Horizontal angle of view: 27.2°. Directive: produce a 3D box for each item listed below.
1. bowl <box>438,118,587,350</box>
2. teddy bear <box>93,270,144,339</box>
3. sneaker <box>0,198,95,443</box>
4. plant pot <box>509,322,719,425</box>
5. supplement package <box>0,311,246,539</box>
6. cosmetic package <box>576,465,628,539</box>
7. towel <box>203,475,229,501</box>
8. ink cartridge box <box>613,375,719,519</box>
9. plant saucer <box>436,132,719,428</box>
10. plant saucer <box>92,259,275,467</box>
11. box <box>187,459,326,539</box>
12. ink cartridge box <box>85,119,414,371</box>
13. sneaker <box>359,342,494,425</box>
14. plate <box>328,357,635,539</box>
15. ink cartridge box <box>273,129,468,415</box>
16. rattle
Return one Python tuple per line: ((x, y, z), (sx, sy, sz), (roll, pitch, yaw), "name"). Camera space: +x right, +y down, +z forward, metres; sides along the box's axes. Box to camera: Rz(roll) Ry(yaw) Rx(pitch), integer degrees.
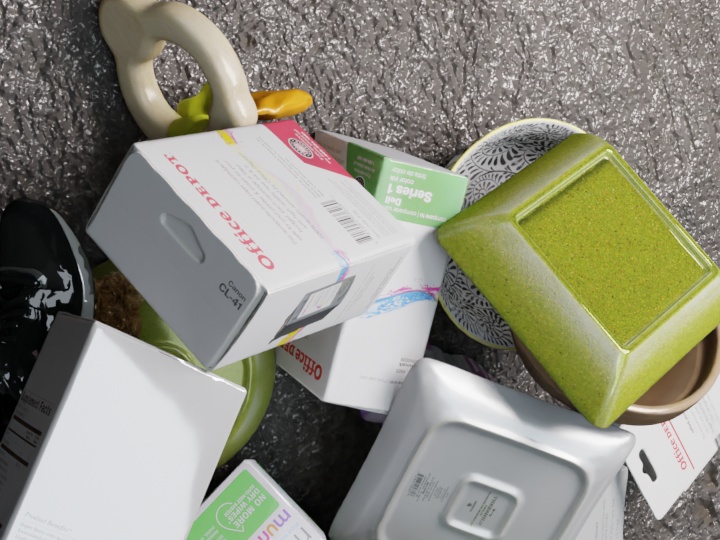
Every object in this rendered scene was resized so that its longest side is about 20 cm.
((0.127, -0.040, 1.312), (0.198, 0.094, 0.204), (-7, 106, -24), "bowl")
((-0.185, 0.103, 1.144), (0.145, 0.201, 0.067), (-40, 167, 28), "teddy bear")
((-0.243, 0.051, 1.079), (0.087, 0.075, 0.203), (-17, 103, -58), "sneaker")
((0.195, 0.048, 1.238), (0.198, 0.093, 0.203), (13, 54, -18), "plant pot")
((-0.182, 0.145, 1.018), (0.120, 0.119, 0.202), (26, 81, -22), "supplement package")
((0.154, 0.246, 1.368), (0.199, 0.081, 0.115), (-21, 117, -41), "cosmetic package")
((-0.098, 0.289, 1.311), (0.171, 0.048, 0.201), (-45, 117, -10), "towel")
((0.298, 0.126, 1.429), (0.200, 0.066, 0.117), (-44, 118, -25), "ink cartridge box")
((0.191, -0.009, 1.177), (0.199, 0.048, 0.200), (-34, 80, -36), "plant saucer")
((-0.163, 0.085, 1.216), (0.197, 0.031, 0.203), (-3, 102, -14), "plant saucer")
((-0.123, 0.252, 1.167), (0.097, 0.177, 0.200), (44, 84, 4), "box")
((-0.075, -0.025, 1.069), (0.199, 0.148, 0.086), (-18, 149, -55), "ink cartridge box")
((0.065, 0.122, 1.334), (0.088, 0.081, 0.199), (-43, 137, 17), "sneaker")
((0.097, 0.186, 1.212), (0.198, 0.032, 0.201), (21, 118, -10), "plate")
((0.000, 0.000, 1.230), (0.083, 0.145, 0.203), (10, 99, -27), "ink cartridge box")
((-0.132, -0.193, 1.164), (0.142, 0.130, 0.201), (-35, 89, -26), "rattle")
